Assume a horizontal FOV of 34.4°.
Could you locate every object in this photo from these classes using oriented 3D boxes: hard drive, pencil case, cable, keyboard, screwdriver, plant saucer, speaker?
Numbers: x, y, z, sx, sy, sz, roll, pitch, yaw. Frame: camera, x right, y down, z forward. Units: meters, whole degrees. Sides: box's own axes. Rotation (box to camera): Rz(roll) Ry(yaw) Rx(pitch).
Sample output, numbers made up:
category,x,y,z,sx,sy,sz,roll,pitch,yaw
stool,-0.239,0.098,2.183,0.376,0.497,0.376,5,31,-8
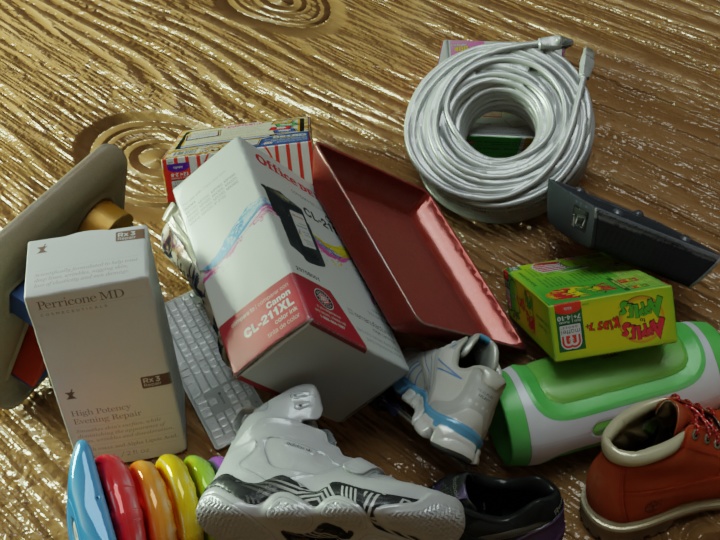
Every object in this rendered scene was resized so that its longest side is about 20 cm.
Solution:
category,x,y,z,sx,sy,sz,roll,pitch,yaw
hard drive,0.241,-0.036,1.069,0.134,0.043,0.200,21,10,-6
pencil case,-0.128,0.010,1.107,0.078,0.089,0.200,-41,46,4
cable,0.146,-0.148,1.224,0.197,0.069,0.202,3,68,11
keyboard,-0.144,0.088,1.082,0.056,0.011,0.200,-21,43,-17
screwdriver,0.041,0.127,0.971,0.028,0.029,0.200,-28,33,-17
plant saucer,0.046,-0.009,1.040,0.037,0.199,0.201,-42,61,20
speaker,0.206,0.102,0.972,0.198,0.089,0.089,-14,42,-9

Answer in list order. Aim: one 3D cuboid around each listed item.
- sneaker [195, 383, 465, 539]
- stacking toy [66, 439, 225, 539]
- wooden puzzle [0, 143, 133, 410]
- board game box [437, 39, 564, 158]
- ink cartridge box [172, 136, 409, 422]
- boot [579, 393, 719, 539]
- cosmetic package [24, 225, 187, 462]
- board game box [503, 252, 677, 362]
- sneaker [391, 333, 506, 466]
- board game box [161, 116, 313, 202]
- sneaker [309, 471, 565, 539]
category,x,y,z,sx,sy,sz,roll,pitch,yaw
sneaker,-0.017,0.147,0.861,0.197,0.076,0.116,-1,48,14
stacking toy,-0.127,0.184,0.917,0.198,0.110,0.117,-11,56,-23
wooden puzzle,-0.262,0.013,1.040,0.046,0.201,0.186,27,49,14
board game box,0.158,-0.197,1.345,0.151,0.041,0.201,4,42,10
ink cartridge box,-0.060,0.007,0.964,0.083,0.145,0.201,-37,53,18
boot,0.267,0.136,0.912,0.198,0.108,0.075,-19,41,-17
cosmetic package,-0.208,0.067,0.968,0.100,0.202,0.074,-10,41,-4
board game box,0.193,0.027,1.009,0.100,0.048,0.200,-10,9,-2
sneaker,0.079,0.088,0.952,0.075,0.087,0.200,30,4,-15
board game box,-0.123,-0.122,1.226,0.150,0.047,0.200,-7,15,-1
sneaker,0.057,0.186,0.890,0.197,0.088,0.076,-4,41,2
